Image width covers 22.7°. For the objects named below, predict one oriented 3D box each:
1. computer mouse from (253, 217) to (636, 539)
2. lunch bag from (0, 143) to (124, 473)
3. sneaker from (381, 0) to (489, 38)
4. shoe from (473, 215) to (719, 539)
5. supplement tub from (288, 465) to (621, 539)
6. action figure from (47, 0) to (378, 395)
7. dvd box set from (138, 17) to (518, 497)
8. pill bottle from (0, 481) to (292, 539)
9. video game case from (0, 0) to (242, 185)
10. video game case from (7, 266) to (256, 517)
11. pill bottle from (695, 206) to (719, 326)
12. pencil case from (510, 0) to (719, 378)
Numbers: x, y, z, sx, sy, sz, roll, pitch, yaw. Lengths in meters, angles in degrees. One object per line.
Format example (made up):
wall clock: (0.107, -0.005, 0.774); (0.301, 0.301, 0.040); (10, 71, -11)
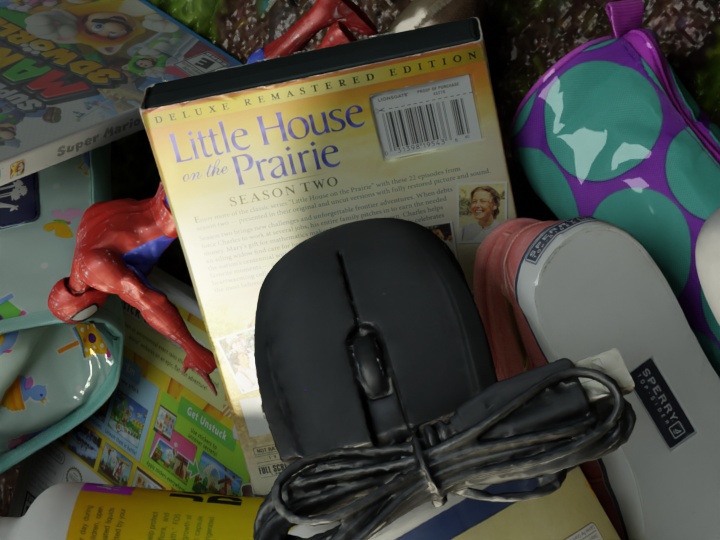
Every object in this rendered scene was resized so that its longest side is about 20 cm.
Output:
computer mouse: (0.009, 0.024, 0.661); (0.138, 0.200, 0.053); (-22, 115, -2)
lunch bag: (-0.201, 0.006, 0.937); (0.200, 0.122, 0.171); (-35, 46, 29)
sneaker: (0.020, -0.040, 0.848); (0.075, 0.070, 0.201); (40, 118, 16)
shoe: (0.112, 0.066, 0.727); (0.071, 0.091, 0.201); (-31, 102, -9)
supplement tub: (0.054, 0.170, 0.675); (0.144, 0.144, 0.201); (-34, 80, 29)
action figure: (-0.055, -0.026, 0.815); (0.200, 0.099, 0.065); (-38, 29, 18)
dvd box set: (0.000, 0.000, 0.777); (0.145, 0.029, 0.201); (-12, 119, 6)
pill bottle: (-0.092, 0.150, 0.803); (0.198, 0.104, 0.105); (5, 92, 0)
video game case: (-0.178, -0.100, 0.905); (0.143, 0.199, 0.018); (35, 133, 30)
video game case: (-0.110, 0.098, 0.929); (0.199, 0.023, 0.183); (27, 105, 46)
pill bottle: (0.224, -0.030, 0.620); (0.200, 0.116, 0.116); (-38, 64, -9)
pencil case: (0.149, -0.012, 0.736); (0.200, 0.085, 0.093); (49, 135, 24)
